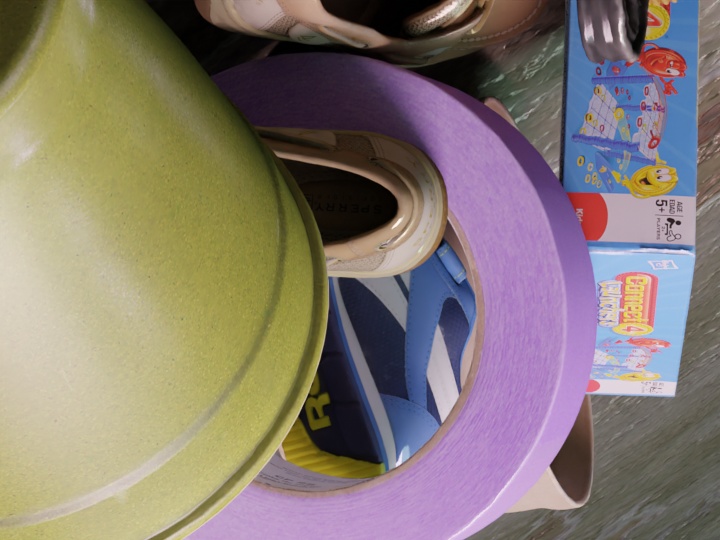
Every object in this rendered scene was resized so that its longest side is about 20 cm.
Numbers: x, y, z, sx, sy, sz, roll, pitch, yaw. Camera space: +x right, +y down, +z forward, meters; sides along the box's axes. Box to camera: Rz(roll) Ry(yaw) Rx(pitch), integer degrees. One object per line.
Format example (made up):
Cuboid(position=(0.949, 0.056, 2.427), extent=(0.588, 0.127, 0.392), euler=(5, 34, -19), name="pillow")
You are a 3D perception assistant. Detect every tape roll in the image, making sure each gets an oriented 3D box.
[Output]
Cuboid(position=(-0.011, 0.018, 0.898), extent=(0.200, 0.200, 0.066), euler=(-41, 170, 11), name="tape roll")

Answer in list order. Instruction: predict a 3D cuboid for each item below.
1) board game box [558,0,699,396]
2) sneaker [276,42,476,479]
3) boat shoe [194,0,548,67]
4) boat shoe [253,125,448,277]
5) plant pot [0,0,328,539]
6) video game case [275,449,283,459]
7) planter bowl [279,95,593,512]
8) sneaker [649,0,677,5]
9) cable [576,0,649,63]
Cuboid(position=(0.119, -0.065, 1.026), extent=(0.056, 0.196, 0.200), euler=(2, 161, 6), name="board game box")
Cuboid(position=(0.000, 0.000, 0.980), extent=(0.082, 0.200, 0.074), euler=(-8, 179, -39), name="sneaker")
Cuboid(position=(0.022, -0.110, 0.898), extent=(0.200, 0.065, 0.071), euler=(-10, 110, -51), name="boat shoe")
Cuboid(position=(-0.071, -0.023, 0.846), extent=(0.201, 0.073, 0.063), euler=(3, 180, 13), name="boat shoe")
Cuboid(position=(-0.126, -0.030, 0.715), extent=(0.200, 0.200, 0.193), euler=(-34, 149, -9), name="plant pot")
Cuboid(position=(-0.121, 0.114, 1.060), extent=(0.182, 0.200, 0.023), euler=(-38, 122, 5), name="video game case")
Cuboid(position=(0.023, 0.029, 1.111), extent=(0.135, 0.200, 0.200), euler=(-14, 165, 14), name="planter bowl")
Cuboid(position=(0.065, -0.173, 0.873), extent=(0.075, 0.090, 0.200), euler=(-30, 142, 34), name="sneaker")
Cuboid(position=(0.098, -0.172, 0.793), extent=(0.050, 0.200, 0.097), euler=(-3, 151, 11), name="cable")
